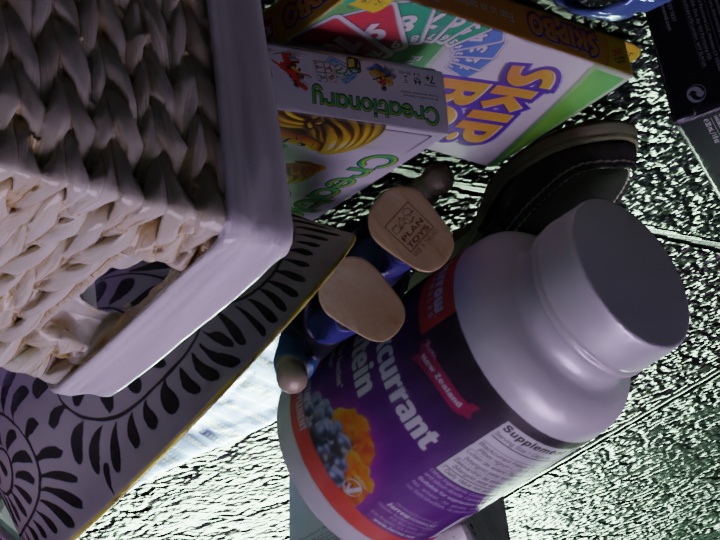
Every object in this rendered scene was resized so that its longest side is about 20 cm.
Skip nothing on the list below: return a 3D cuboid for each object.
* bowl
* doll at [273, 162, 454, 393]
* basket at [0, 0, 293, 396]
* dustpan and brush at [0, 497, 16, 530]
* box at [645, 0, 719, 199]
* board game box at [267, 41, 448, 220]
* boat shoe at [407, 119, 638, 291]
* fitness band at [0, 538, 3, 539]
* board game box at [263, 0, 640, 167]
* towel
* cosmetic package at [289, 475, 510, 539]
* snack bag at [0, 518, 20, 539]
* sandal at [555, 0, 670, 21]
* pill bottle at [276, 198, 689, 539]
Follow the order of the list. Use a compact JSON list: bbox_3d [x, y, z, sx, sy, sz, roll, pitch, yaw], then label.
[{"bbox_3d":[-0.103,0.024,1.135,0.201,0.094,0.201,-45,-175,5],"label":"bowl"},{"bbox_3d":[0.000,0.000,1.276,0.137,0.048,0.200,-54,-174,-9],"label":"doll"},{"bbox_3d":[-0.120,-0.074,0.950,0.123,0.201,0.135,13,145,-36],"label":"basket"},{"bbox_3d":[-0.216,0.145,1.366,0.139,0.200,0.057,-36,132,-13],"label":"dustpan and brush"},{"bbox_3d":[0.228,-0.086,1.250,0.140,0.079,0.200,-17,155,14],"label":"box"},{"bbox_3d":[-0.068,-0.048,1.184,0.126,0.035,0.200,6,158,-32],"label":"board game box"},{"bbox_3d":[0.089,-0.006,1.358,0.071,0.066,0.201,1,152,-29],"label":"boat shoe"},{"bbox_3d":[-0.215,0.120,1.153,0.143,0.037,0.200,-18,121,48],"label":"fitness band"},{"bbox_3d":[0.037,-0.093,1.198,0.199,0.030,0.095,10,147,-45],"label":"board game box"},{"bbox_3d":[-0.097,0.079,1.493,0.199,0.024,0.145,-24,154,21],"label":"towel"},{"bbox_3d":[0.022,0.139,1.463,0.107,0.200,0.085,-24,112,11],"label":"cosmetic package"},{"bbox_3d":[-0.227,0.117,1.222,0.199,0.021,0.189,-14,129,48],"label":"snack bag"},{"bbox_3d":[0.153,-0.147,1.094,0.199,0.080,0.087,-2,158,-7],"label":"sandal"},{"bbox_3d":[0.062,0.050,1.292,0.111,0.112,0.200,13,140,-45],"label":"pill bottle"}]
